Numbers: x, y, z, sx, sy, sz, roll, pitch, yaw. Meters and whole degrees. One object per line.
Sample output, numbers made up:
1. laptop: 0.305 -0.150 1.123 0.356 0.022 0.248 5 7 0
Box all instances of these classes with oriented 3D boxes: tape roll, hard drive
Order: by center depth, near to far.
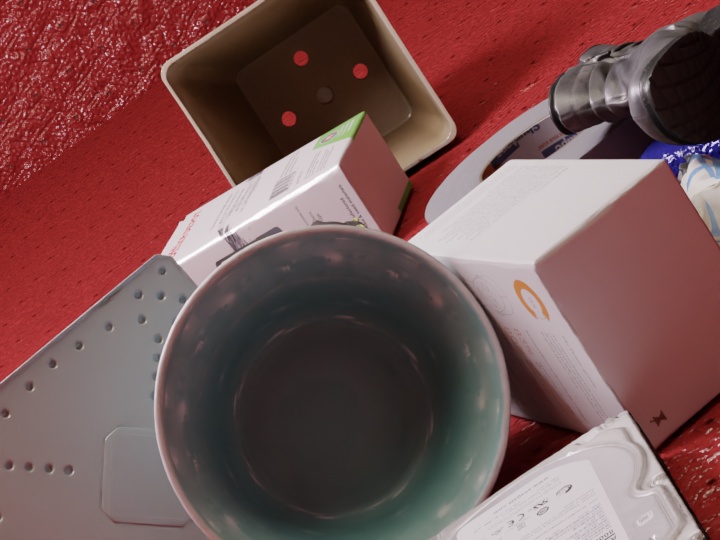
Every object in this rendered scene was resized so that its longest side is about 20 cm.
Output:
1. hard drive: 0.098 0.145 1.112 0.139 0.038 0.200 -34 15 5
2. tape roll: 0.145 -0.067 1.633 0.200 0.066 0.200 -33 13 9

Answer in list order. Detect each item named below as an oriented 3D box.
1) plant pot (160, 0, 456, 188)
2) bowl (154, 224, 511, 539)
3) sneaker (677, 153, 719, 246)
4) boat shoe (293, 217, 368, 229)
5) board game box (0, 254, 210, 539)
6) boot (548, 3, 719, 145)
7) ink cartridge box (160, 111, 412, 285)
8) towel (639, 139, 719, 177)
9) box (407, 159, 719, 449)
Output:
1. plant pot: -0.040 -0.161 2.138 0.199 0.200 0.177 -33 3 8
2. bowl: -0.016 0.082 1.324 0.200 0.201 0.105 -36 -6 -6
3. sneaker: 0.220 -0.027 1.357 0.072 0.072 0.200 5 11 3
4. boat shoe: 0.000 0.000 1.737 0.060 0.072 0.201 -14 18 -13
5. board game box: -0.127 0.125 1.378 0.200 0.200 0.026 -41 -3 -21
6. boot: 0.177 -0.112 1.482 0.131 0.070 0.200 -16 9 30
7. ink cartridge box: -0.066 -0.035 1.974 0.199 0.084 0.146 -30 15 20
8. towel: 0.285 -0.106 1.486 0.199 0.050 0.148 -21 17 39
9. box: 0.122 0.014 1.300 0.097 0.125 0.200 -38 15 -15
